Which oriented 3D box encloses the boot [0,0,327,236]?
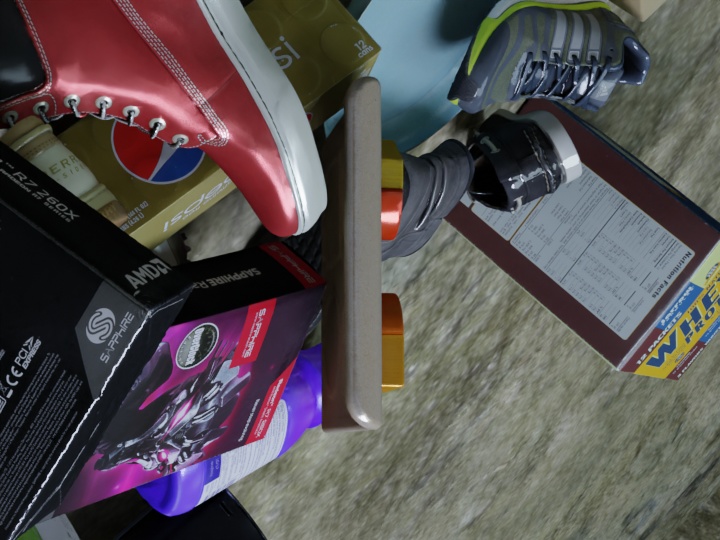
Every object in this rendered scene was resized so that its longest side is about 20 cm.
[{"bbox_3d":[-0.111,-0.074,0.693,0.144,0.072,0.200,-38,116,-18],"label":"boot"}]

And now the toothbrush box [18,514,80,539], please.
[{"bbox_3d":[-0.253,0.205,0.825,0.200,0.146,0.086,-34,155,-1],"label":"toothbrush box"}]

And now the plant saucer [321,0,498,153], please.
[{"bbox_3d":[0.042,-0.158,0.961,0.200,0.027,0.200,-38,155,-21],"label":"plant saucer"}]

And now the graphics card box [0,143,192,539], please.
[{"bbox_3d":[-0.182,0.001,0.592,0.126,0.200,0.051,-57,173,18],"label":"graphics card box"}]

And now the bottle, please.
[{"bbox_3d":[-0.082,0.110,1.109,0.200,0.065,0.084,-28,146,-39],"label":"bottle"}]

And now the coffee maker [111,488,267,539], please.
[{"bbox_3d":[-0.149,0.257,1.073,0.200,0.192,0.135,-38,115,-47],"label":"coffee maker"}]

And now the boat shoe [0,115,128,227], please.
[{"bbox_3d":[-0.185,-0.017,0.687,0.200,0.063,0.073,-21,-165,42],"label":"boat shoe"}]

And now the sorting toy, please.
[{"bbox_3d":[0.000,0.000,0.844,0.036,0.186,0.200,1,173,-5],"label":"sorting toy"}]

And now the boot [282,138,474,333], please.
[{"bbox_3d":[-0.005,-0.010,1.033,0.200,0.070,0.132,-43,165,26],"label":"boot"}]

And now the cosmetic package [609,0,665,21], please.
[{"bbox_3d":[0.195,-0.270,0.993,0.105,0.071,0.200,-46,156,-5],"label":"cosmetic package"}]

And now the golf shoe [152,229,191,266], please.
[{"bbox_3d":[-0.159,0.039,0.865,0.092,0.073,0.200,-21,145,-43],"label":"golf shoe"}]

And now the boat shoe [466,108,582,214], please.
[{"bbox_3d":[0.104,-0.075,1.079,0.060,0.074,0.200,-28,-171,-8],"label":"boat shoe"}]

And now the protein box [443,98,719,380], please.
[{"bbox_3d":[0.213,-0.025,1.237,0.135,0.200,0.198,-52,156,11],"label":"protein box"}]

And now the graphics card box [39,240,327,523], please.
[{"bbox_3d":[-0.116,0.060,0.816,0.200,0.051,0.126,-13,136,-47],"label":"graphics card box"}]

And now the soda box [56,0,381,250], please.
[{"bbox_3d":[-0.086,-0.079,0.795,0.200,0.068,0.064,-39,174,-21],"label":"soda box"}]

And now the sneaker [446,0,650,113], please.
[{"bbox_3d":[0.135,-0.145,1.002,0.200,0.081,0.074,-28,150,-44],"label":"sneaker"}]
